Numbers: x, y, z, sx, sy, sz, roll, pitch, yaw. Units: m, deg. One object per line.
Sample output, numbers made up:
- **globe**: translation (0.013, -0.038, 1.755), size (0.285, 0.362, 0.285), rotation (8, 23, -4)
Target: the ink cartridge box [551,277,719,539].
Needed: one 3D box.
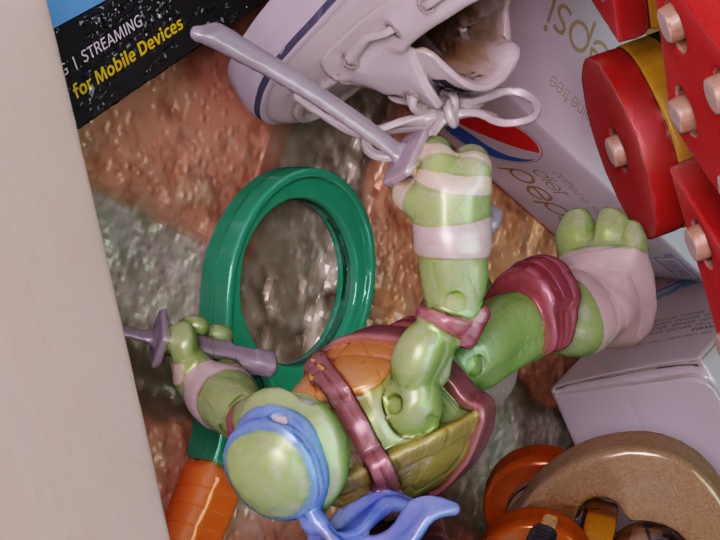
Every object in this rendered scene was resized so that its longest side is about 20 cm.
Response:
- **ink cartridge box**: translation (0.185, 0.060, 1.067), size (0.200, 0.083, 0.146), rotation (-40, 111, -46)

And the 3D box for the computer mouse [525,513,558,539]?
- **computer mouse**: translation (0.010, 0.113, 0.858), size (0.046, 0.140, 0.200), rotation (56, 16, 1)

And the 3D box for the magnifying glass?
- **magnifying glass**: translation (-0.046, 0.055, 0.897), size (0.080, 0.022, 0.201), rotation (37, 65, -43)

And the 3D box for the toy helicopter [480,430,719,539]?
- **toy helicopter**: translation (0.127, 0.157, 0.962), size (0.079, 0.132, 0.201), rotation (-71, 148, -71)

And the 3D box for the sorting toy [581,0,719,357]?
- **sorting toy**: translation (0.127, -0.052, 0.794), size (0.069, 0.200, 0.199), rotation (-20, 134, -6)

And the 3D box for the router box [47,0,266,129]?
- **router box**: translation (-0.082, -0.147, 0.809), size (0.200, 0.051, 0.150), rotation (-40, 120, -37)

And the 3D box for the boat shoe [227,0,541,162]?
- **boat shoe**: translation (0.025, -0.079, 0.822), size (0.074, 0.202, 0.086), rotation (-32, 85, -35)

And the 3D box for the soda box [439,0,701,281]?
- **soda box**: translation (0.082, -0.070, 0.990), size (0.200, 0.063, 0.068), rotation (38, 67, -43)

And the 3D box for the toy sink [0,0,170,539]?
- **toy sink**: translation (-0.153, 0.022, 0.708), size (0.130, 0.112, 0.201), rotation (-24, 107, -43)

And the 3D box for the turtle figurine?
- **turtle figurine**: translation (0.000, 0.000, 0.798), size (0.194, 0.200, 0.144), rotation (-10, 134, -55)
